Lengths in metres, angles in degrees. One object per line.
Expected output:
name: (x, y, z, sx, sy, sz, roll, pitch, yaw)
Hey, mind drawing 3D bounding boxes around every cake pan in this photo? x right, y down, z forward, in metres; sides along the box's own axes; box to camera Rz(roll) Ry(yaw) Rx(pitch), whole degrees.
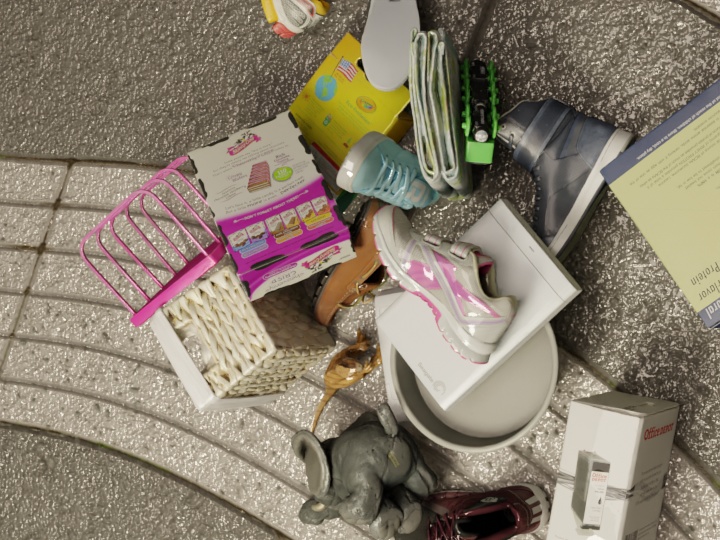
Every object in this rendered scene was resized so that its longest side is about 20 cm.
cake pan: (0.129, 0.100, 1.516, 0.200, 0.037, 0.201, -1, 88, 26)

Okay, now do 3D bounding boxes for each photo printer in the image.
photo printer: (0.122, 0.088, 1.581, 0.199, 0.069, 0.167, -12, 84, 26)

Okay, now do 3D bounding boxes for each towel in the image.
towel: (0.089, -0.171, 1.526, 0.048, 0.200, 0.172, -6, 87, 10)

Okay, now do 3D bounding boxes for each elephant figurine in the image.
elephant figurine: (-0.019, 0.233, 1.615, 0.200, 0.141, 0.156, 13, 71, 50)

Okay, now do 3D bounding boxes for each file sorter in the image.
file sorter: (-0.231, -0.050, 1.669, 0.139, 0.200, 0.126, -37, 98, 22)

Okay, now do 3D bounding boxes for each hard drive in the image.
hard drive: (0.125, 0.038, 1.485, 0.200, 0.027, 0.132, -45, 70, 19)

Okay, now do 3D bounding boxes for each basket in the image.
basket: (-0.135, 0.078, 1.643, 0.123, 0.200, 0.136, -36, 76, 18)

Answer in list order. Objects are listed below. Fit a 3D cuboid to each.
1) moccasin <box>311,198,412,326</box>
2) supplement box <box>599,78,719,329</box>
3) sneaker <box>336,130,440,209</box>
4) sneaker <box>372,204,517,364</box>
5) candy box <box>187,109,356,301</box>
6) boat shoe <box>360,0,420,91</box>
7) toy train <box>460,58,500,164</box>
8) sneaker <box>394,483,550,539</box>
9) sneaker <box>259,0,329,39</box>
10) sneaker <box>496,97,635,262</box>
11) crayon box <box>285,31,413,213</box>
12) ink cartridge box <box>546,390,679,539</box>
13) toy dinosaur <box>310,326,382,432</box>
moccasin: (0.000, -0.001, 1.625, 0.078, 0.074, 0.202, 26, 127, -9)
supplement box: (0.395, -0.077, 1.404, 0.200, 0.134, 0.200, -39, 74, 22)
sneaker: (0.043, -0.107, 1.549, 0.082, 0.200, 0.074, 30, 104, 19)
sneaker: (0.094, 0.000, 1.449, 0.088, 0.081, 0.200, -44, 78, 17)
candy box: (-0.104, -0.077, 1.576, 0.136, 0.061, 0.200, -23, 55, -4)
boat shoe: (0.038, -0.303, 1.609, 0.068, 0.057, 0.201, 3, 79, 3)
toy train: (0.131, -0.179, 1.521, 0.042, 0.200, 0.057, 5, 120, 1)
sneaker: (0.109, 0.289, 1.564, 0.199, 0.115, 0.076, -21, 81, 25)
sneaker: (-0.090, -0.393, 1.689, 0.082, 0.078, 0.201, -16, 92, 22)
sneaker: (0.194, -0.095, 1.530, 0.146, 0.077, 0.203, 30, 94, 12)
crayon box: (-0.025, -0.171, 1.664, 0.127, 0.051, 0.200, 47, 110, 19)
ink cartridge box: (0.269, 0.236, 1.466, 0.083, 0.147, 0.201, 12, 95, 28)
toy dinosaur: (-0.024, 0.124, 1.650, 0.106, 0.200, 0.060, -36, 77, -22)
